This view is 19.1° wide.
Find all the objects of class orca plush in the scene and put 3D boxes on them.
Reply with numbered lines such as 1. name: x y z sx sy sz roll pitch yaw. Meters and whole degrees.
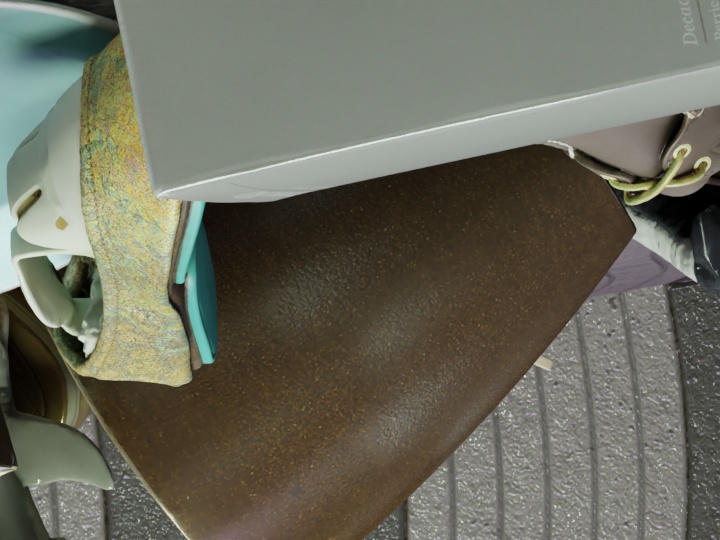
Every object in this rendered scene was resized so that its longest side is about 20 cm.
1. orca plush: 0.126 -0.052 0.928 0.105 0.071 0.200 27 -172 -14

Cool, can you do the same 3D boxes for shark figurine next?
1. shark figurine: -0.143 0.110 0.827 0.089 0.215 0.128 -14 153 -46

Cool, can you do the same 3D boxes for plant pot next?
1. plant pot: 0.000 0.000 0.844 0.200 0.187 0.187 -34 172 5

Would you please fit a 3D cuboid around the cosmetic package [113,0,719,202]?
1. cosmetic package: 0.047 -0.075 0.515 0.200 0.090 0.107 -14 178 15

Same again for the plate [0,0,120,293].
1. plate: -0.148 -0.035 0.665 0.200 0.026 0.200 -15 156 -7

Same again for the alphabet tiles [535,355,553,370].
1. alphabet tiles: -0.002 0.009 1.111 0.196 0.015 0.200 23 180 42

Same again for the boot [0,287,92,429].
1. boot: -0.146 0.016 0.968 0.200 0.072 0.155 23 -159 40

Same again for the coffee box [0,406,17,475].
1. coffee box: -0.185 0.005 0.532 0.080 0.114 0.200 -25 160 19

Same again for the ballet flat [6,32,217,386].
1. ballet flat: -0.076 -0.016 0.654 0.071 0.071 0.200 -10 157 -8

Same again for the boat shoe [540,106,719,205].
1. boat shoe: 0.114 -0.056 0.778 0.072 0.060 0.200 -13 176 33
